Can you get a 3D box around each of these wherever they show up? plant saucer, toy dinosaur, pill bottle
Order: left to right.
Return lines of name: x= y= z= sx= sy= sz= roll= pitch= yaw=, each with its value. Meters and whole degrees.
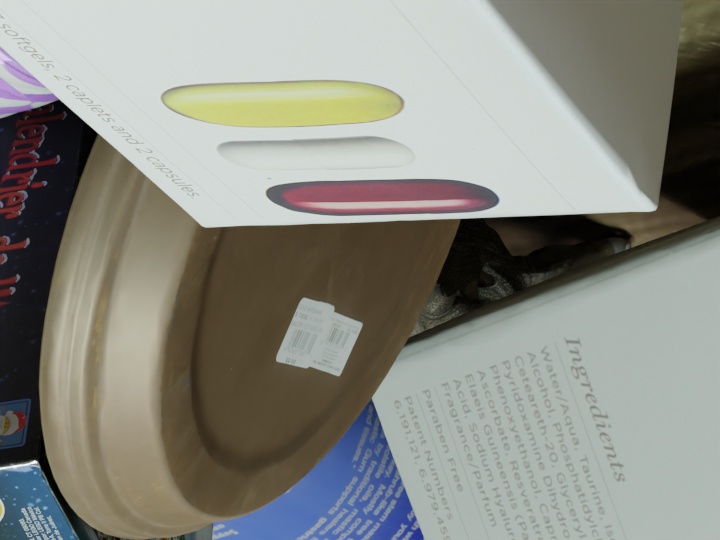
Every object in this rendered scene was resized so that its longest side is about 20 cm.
pill bottle: x=-0.025 y=0.067 z=1.107 sx=0.112 sy=0.112 sz=0.200 roll=-7 pitch=153 yaw=36
plant saucer: x=-0.017 y=-0.016 z=0.768 sx=0.029 sy=0.200 sz=0.200 roll=24 pitch=165 yaw=21
toy dinosaur: x=0.000 y=0.000 z=0.975 sx=0.199 sy=0.077 sz=0.102 roll=7 pitch=146 yaw=-6

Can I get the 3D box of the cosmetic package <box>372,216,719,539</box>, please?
cosmetic package: x=0.140 y=0.060 z=0.860 sx=0.167 sy=0.167 sz=0.200 roll=-19 pitch=178 yaw=-36

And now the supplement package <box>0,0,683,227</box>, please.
supplement package: x=-0.016 y=-0.118 z=0.555 sx=0.111 sy=0.156 sz=0.200 roll=-2 pitch=156 yaw=26

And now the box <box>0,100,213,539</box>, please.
box: x=-0.080 y=0.026 z=0.848 sx=0.038 sy=0.200 sz=0.137 roll=-10 pitch=135 yaw=12

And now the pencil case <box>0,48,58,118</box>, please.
pencil case: x=-0.146 y=-0.075 z=0.820 sx=0.200 sy=0.084 sz=0.085 roll=-13 pitch=170 yaw=44
